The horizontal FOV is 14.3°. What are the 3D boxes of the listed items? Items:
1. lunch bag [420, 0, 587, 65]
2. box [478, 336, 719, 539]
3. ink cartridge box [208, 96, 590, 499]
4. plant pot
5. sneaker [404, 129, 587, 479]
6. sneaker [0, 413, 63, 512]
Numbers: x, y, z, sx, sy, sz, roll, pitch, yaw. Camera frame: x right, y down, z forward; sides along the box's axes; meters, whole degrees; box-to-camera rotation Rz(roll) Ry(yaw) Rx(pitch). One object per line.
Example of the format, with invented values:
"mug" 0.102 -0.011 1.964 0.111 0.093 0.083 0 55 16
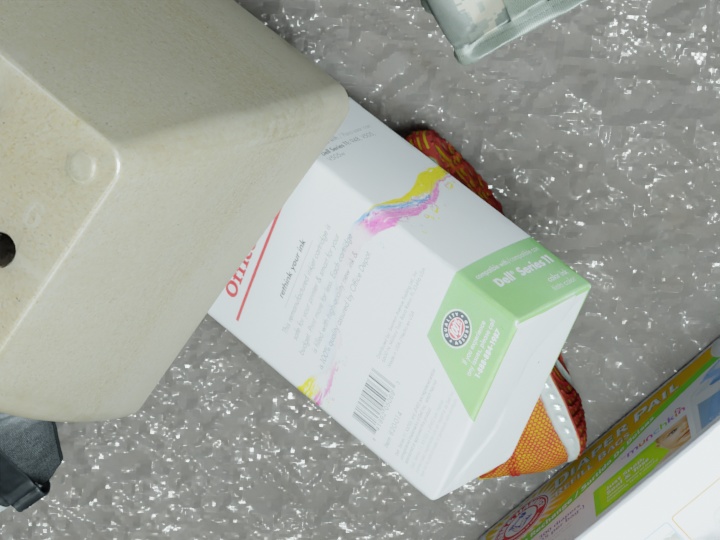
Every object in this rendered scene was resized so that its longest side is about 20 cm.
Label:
"lunch bag" 0.093 -0.215 1.294 0.199 0.118 0.164 -27 115 1
"box" 0.163 0.133 1.460 0.200 0.113 0.101 -41 101 13
"ink cartridge box" 0.000 0.000 1.369 0.200 0.067 0.117 39 127 22
"plant pot" -0.157 -0.048 1.273 0.200 0.177 0.200 38 108 6
"sneaker" 0.052 0.024 1.427 0.077 0.073 0.201 -17 114 10
"sneaker" -0.215 0.039 1.412 0.112 0.073 0.200 -25 123 3
